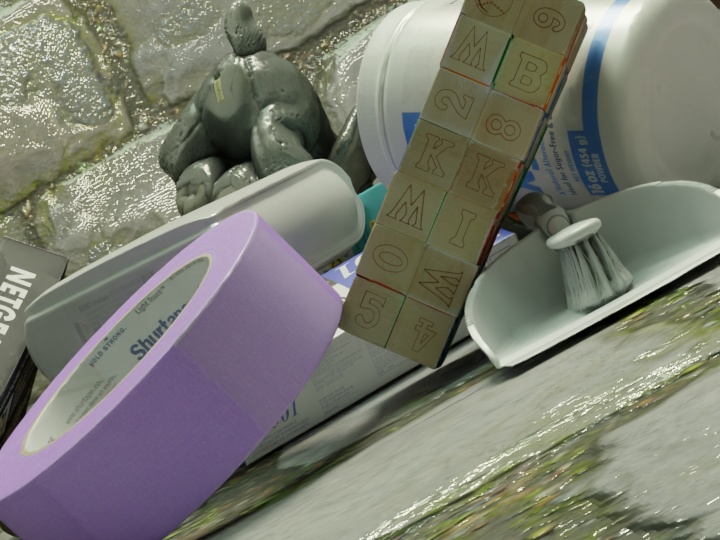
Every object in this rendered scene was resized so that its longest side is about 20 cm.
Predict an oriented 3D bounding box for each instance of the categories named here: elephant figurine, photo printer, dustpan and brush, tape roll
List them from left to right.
[{"bbox_3d":[-0.101,0.063,1.133,0.200,0.066,0.200,-43,12,11],"label":"tape roll"},{"bbox_3d":[-0.094,-0.003,1.386,0.166,0.070,0.200,-25,3,27],"label":"photo printer"},{"bbox_3d":[-0.041,-0.071,1.626,0.200,0.142,0.155,17,-60,-50],"label":"elephant figurine"},{"bbox_3d":[0.106,-0.013,1.130,0.139,0.057,0.200,-29,3,-1],"label":"dustpan and brush"}]

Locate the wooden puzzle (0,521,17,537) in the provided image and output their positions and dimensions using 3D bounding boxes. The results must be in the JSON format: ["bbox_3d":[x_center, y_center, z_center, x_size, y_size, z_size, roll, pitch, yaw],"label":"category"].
[{"bbox_3d":[-0.154,0.106,1.461,0.185,0.046,0.200,-40,9,-6],"label":"wooden puzzle"}]

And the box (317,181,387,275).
[{"bbox_3d":[0.000,0.000,1.478,0.049,0.083,0.200,-11,-13,-43],"label":"box"}]

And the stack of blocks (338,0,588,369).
[{"bbox_3d":[0.055,-0.053,1.181,0.115,0.058,0.201,2,-70,-84],"label":"stack of blocks"}]

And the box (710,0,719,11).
[{"bbox_3d":[0.206,-0.167,1.441,0.100,0.201,0.075,-27,4,20],"label":"box"}]

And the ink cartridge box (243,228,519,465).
[{"bbox_3d":[-0.006,0.034,1.285,0.199,0.044,0.094,-29,22,-18],"label":"ink cartridge box"}]

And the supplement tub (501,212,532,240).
[{"bbox_3d":[0.096,-0.069,1.533,0.122,0.123,0.200,-29,3,-16],"label":"supplement tub"}]

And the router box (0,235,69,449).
[{"bbox_3d":[-0.240,0.089,1.391,0.200,0.051,0.150,-78,6,-64],"label":"router box"}]

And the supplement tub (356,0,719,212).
[{"bbox_3d":[0.112,-0.099,1.318,0.199,0.133,0.132,2,23,40],"label":"supplement tub"}]
